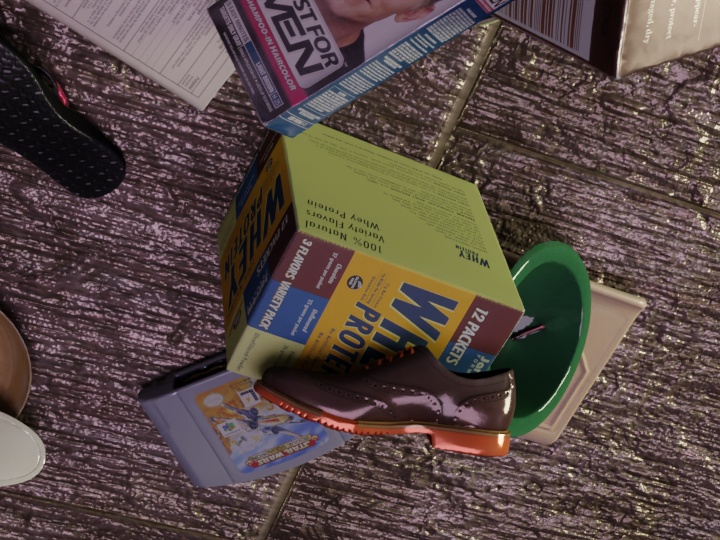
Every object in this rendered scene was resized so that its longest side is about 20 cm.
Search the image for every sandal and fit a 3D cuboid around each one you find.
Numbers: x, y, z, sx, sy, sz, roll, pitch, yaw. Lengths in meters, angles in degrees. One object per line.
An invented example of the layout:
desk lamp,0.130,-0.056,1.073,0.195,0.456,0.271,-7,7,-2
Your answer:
sandal,-0.266,-0.130,1.081,0.075,0.045,0.200,-28,137,16

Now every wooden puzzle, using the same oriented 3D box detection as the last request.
wooden puzzle,0.144,0.070,1.271,0.184,0.037,0.201,18,123,-18

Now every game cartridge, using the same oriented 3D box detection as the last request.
game cartridge,-0.091,0.130,1.264,0.199,0.042,0.134,-22,117,10

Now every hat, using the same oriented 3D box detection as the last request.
hat,0.084,0.052,1.211,0.201,0.175,0.166,-59,137,-16

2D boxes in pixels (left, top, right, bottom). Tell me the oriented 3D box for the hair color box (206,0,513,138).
hair color box,0.003,-0.188,0.938,0.199,0.060,0.101,-30,78,14

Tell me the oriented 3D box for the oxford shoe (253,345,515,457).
oxford shoe,0.020,0.087,1.013,0.198,0.071,0.073,11,93,-11

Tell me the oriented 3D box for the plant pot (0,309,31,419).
plant pot,-0.394,0.082,1.201,0.198,0.028,0.201,-4,124,-6

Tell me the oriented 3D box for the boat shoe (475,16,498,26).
boat shoe,0.036,-0.216,1.052,0.200,0.060,0.073,-10,124,-2

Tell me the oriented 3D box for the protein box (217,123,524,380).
protein box,0.000,0.000,1.102,0.197,0.200,0.135,19,118,-19

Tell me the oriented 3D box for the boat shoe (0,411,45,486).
boat shoe,-0.386,0.157,1.211,0.199,0.073,0.062,8,165,-21

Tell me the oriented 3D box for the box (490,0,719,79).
box,0.202,-0.257,0.947,0.199,0.166,0.165,-21,128,-30

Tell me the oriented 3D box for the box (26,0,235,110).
box,-0.175,-0.218,1.009,0.199,0.078,0.095,32,112,-25
